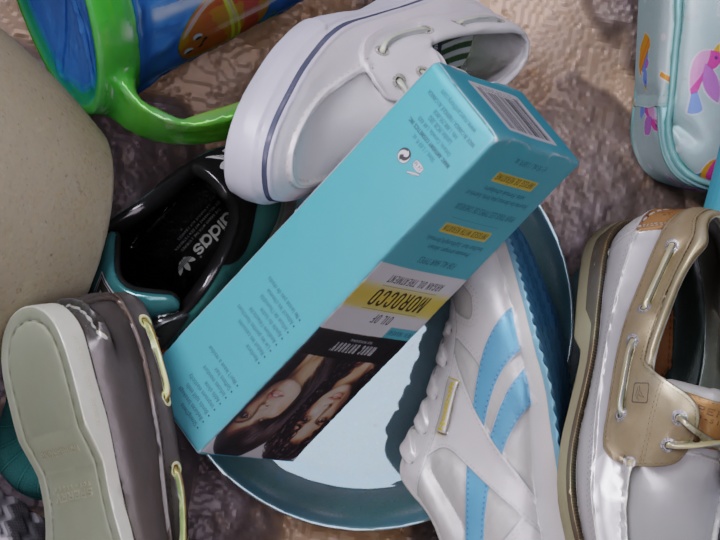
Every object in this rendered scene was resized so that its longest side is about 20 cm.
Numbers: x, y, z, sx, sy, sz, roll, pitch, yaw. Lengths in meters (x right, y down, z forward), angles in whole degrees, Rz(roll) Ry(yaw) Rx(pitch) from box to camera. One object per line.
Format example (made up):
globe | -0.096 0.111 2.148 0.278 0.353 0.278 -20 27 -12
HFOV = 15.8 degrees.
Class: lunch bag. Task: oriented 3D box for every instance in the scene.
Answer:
lunch bag | 0.217 -0.134 1.251 0.159 0.077 0.202 4 95 -8

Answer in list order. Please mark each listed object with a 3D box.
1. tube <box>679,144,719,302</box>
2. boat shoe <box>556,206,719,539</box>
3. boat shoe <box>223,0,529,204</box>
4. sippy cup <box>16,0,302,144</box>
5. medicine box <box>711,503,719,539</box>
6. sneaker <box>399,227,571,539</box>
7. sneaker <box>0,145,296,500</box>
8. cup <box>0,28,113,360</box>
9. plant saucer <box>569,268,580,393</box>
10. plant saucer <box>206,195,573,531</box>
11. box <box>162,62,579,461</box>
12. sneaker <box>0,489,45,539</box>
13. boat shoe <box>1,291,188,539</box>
tube | 0.196 -0.059 1.198 0.077 0.050 0.201 8 105 -4
boat shoe | 0.136 0.067 1.150 0.074 0.068 0.201 12 69 -36
boat shoe | 0.014 -0.084 1.173 0.066 0.200 0.074 17 126 24
sippy cup | -0.088 -0.155 1.192 0.130 0.140 0.179 -21 111 -18
medicine box | 0.221 0.183 1.213 0.181 0.103 0.201 18 100 -14
sneaker | 0.057 0.066 1.196 0.080 0.076 0.202 -9 83 14
sneaker | -0.112 0.022 1.187 0.071 0.080 0.200 39 100 15
cup | -0.194 -0.032 1.152 0.142 0.200 0.202 16 88 -25
plant saucer | 0.178 0.071 1.273 0.199 0.027 0.202 0 89 -6
plant saucer | 0.002 0.023 1.242 0.199 0.027 0.202 0 91 -3
box | 0.000 0.000 1.152 0.200 0.082 0.049 -47 64 18
sneaker | -0.193 0.138 1.209 0.082 0.075 0.200 -44 89 8
boat shoe | -0.101 0.110 1.122 0.060 0.071 0.203 -13 94 -42
